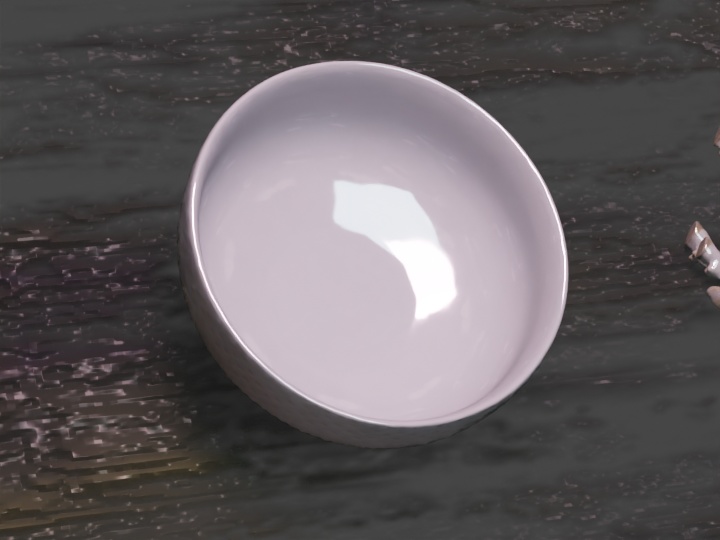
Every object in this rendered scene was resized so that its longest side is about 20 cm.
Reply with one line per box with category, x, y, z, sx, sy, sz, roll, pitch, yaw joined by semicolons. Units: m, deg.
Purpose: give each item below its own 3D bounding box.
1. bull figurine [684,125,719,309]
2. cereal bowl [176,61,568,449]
bull figurine;0.253;-0.042;1.264;0.121;0.065;0.201;21;58;-3
cereal bowl;0.000;0.000;1.148;0.199;0.083;0.201;7;63;-15
